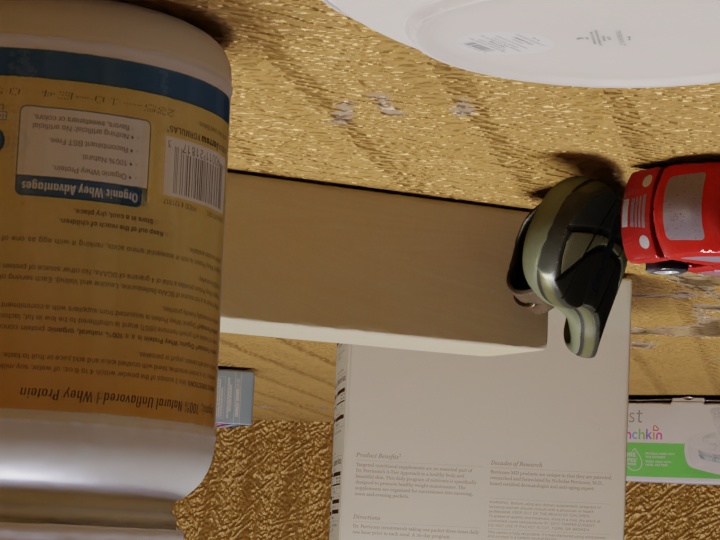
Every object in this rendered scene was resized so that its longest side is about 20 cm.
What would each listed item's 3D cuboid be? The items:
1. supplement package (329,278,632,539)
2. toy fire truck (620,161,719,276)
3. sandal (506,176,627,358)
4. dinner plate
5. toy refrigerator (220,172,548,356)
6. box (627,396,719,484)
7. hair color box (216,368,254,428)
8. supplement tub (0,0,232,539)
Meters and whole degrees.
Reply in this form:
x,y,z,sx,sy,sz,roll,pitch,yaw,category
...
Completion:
x,y,z,sx,sy,sz,roll,pitch,yaw,category
0.077,0.107,1.442,0.190,0.201,0.147,3,173,-3,supplement package
0.240,-0.020,1.013,0.199,0.049,0.141,9,170,-34,toy fire truck
0.103,-0.011,1.081,0.057,0.080,0.201,18,171,17,sandal
0.082,-0.084,0.683,0.199,0.024,0.200,3,172,0,dinner plate
0.000,0.000,1.135,0.199,0.076,0.070,6,172,-28,toy refrigerator
0.401,0.197,2.427,0.199,0.097,0.176,0,174,27,box
-0.220,0.132,2.255,0.199,0.061,0.099,5,172,-15,hair color box
-0.122,0.011,0.773,0.144,0.201,0.145,2,172,0,supplement tub
